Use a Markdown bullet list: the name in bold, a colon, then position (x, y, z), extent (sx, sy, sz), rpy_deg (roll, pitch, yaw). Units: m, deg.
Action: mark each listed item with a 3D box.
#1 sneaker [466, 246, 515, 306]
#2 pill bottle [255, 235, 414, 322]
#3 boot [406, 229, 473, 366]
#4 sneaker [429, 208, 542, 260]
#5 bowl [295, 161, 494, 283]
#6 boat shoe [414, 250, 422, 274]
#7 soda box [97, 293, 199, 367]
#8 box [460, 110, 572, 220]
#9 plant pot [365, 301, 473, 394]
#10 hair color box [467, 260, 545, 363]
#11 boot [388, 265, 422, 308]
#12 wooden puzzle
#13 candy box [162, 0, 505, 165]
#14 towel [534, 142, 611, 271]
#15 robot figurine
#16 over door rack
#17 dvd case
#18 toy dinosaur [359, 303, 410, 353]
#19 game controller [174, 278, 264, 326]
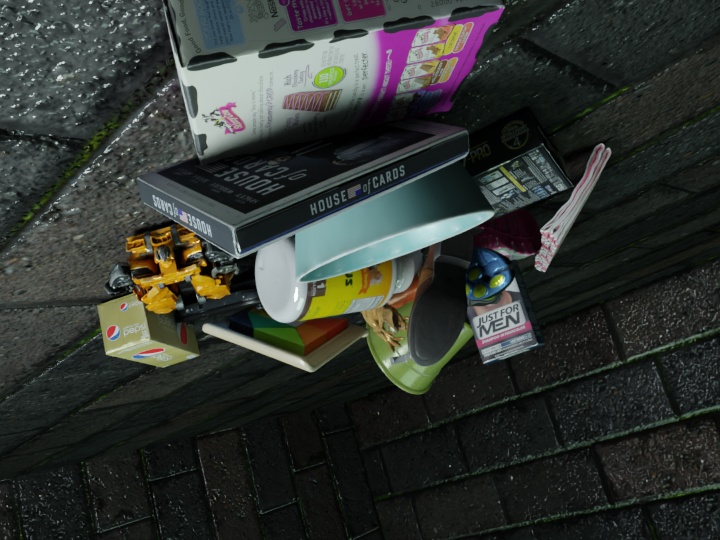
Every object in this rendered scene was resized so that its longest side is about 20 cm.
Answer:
- **sneaker**: position (0.169, 0.011, 0.997), extent (0.081, 0.073, 0.200), rpy_deg (-7, 169, -13)
- **pill bottle**: position (-0.027, 0.000, 0.903), extent (0.197, 0.112, 0.109), rpy_deg (-7, 163, -38)
- **boot**: position (0.085, 0.051, 0.952), extent (0.067, 0.193, 0.200), rpy_deg (12, 160, -6)
- **sneaker**: position (0.184, -0.046, 1.072), extent (0.195, 0.083, 0.088), rpy_deg (-2, 162, -24)
- **bowl**: position (0.018, -0.070, 0.668), extent (0.196, 0.108, 0.201), rpy_deg (-18, 176, -1)
- **boat shoe**: position (0.000, 0.000, 1.034), extent (0.197, 0.073, 0.067), rpy_deg (-23, -162, -30)
- **soda box**: position (-0.291, 0.086, 0.995), extent (0.063, 0.069, 0.200), rpy_deg (-17, 166, 1)
- **box**: position (0.157, -0.108, 0.847), extent (0.159, 0.050, 0.199), rpy_deg (-25, 164, 22)
- **plant pot**: position (0.143, 0.116, 1.462), extent (0.189, 0.203, 0.198), rpy_deg (-41, 156, 30)
- **hair color box**: position (0.219, 0.040, 1.165), extent (0.098, 0.205, 0.060), rpy_deg (-23, 166, 24)
- **boot**: position (0.061, 0.031, 1.157), extent (0.105, 0.077, 0.200), rpy_deg (-18, 180, -2)
- **wooden puzzle**: position (-0.103, 0.081, 1.042), extent (0.181, 0.038, 0.199), rpy_deg (16, -164, 23)
- **candy box**: position (-0.022, -0.142, 0.467), extent (0.195, 0.062, 0.137), rpy_deg (-15, 168, -12)
- **towel**: position (0.293, -0.083, 1.005), extent (0.148, 0.030, 0.200), rpy_deg (-58, 166, -5)
- **robot figurine**: position (-0.205, 0.000, 0.794), extent (0.142, 0.060, 0.200), rpy_deg (-16, 167, -9)
- **over door rack**: position (0.106, 0.061, 1.230), extent (0.065, 0.151, 0.200), rpy_deg (-2, 160, -29)
- **dvd case**: position (-0.042, -0.074, 0.512), extent (0.197, 0.025, 0.149), rpy_deg (-26, -148, -31)
- **toy dinosaur**: position (0.018, 0.058, 1.021), extent (0.061, 0.106, 0.199), rpy_deg (-53, -154, -16)
- **game controller**: position (-0.170, 0.044, 0.980), extent (0.197, 0.043, 0.103), rpy_deg (-14, 170, 42)
